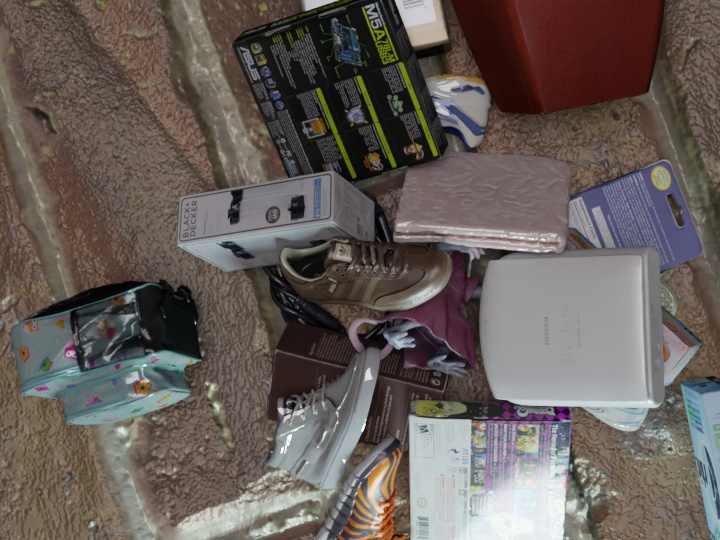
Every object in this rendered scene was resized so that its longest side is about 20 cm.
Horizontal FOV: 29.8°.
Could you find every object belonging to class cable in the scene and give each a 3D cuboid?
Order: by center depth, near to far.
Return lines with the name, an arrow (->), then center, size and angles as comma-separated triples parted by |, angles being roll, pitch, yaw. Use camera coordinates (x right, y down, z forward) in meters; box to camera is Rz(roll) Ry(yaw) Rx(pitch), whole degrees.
cable -> -0.026, 0.014, 1.587 | 0.162, 0.051, 0.202 | -20, 88, 5

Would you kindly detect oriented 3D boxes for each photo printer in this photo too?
photo printer -> 0.220, 0.061, 1.439 | 0.198, 0.069, 0.168 | -1, 91, 31

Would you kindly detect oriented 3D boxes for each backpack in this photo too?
backpack -> -0.295, 0.098, 1.551 | 0.198, 0.176, 0.155 | -7, 85, 9

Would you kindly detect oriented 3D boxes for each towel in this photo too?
towel -> 0.139, -0.078, 1.508 | 0.189, 0.200, 0.033 | 4, 120, 8

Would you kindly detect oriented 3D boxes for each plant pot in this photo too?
plant pot -> 0.220, -0.270, 1.487 | 0.198, 0.200, 0.178 | -11, 100, -11

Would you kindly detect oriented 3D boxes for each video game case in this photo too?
video game case -> 0.144, 0.237, 1.526 | 0.179, 0.036, 0.202 | 1, 121, 6

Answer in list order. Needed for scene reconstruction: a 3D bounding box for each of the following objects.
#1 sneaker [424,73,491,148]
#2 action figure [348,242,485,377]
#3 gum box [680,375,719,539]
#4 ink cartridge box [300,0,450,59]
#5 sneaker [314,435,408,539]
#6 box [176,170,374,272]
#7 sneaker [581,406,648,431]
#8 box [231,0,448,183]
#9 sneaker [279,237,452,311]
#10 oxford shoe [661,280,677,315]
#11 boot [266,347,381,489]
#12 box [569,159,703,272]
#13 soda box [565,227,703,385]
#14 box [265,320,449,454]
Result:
sneaker -> 0.051, -0.184, 1.570 | 0.198, 0.075, 0.089 | 4, 90, 6
action figure -> 0.090, 0.027, 1.542 | 0.148, 0.134, 0.201 | -8, 47, 26
gum box -> 0.400, 0.223, 1.483 | 0.044, 0.170, 0.202 | -11, 89, 6
ink cartridge box -> 0.008, -0.340, 1.576 | 0.163, 0.075, 0.202 | -13, 89, 4
sneaker -> 0.029, 0.282, 1.533 | 0.112, 0.077, 0.201 | 37, 129, 16
box -> -0.095, -0.053, 1.529 | 0.198, 0.116, 0.061 | -9, 71, 25
sneaker -> 0.232, 0.113, 1.514 | 0.199, 0.072, 0.073 | 21, 98, 24
box -> -0.022, -0.199, 1.529 | 0.192, 0.048, 0.201 | -15, 113, 22
sneaker -> 0.000, 0.000, 1.465 | 0.198, 0.076, 0.071 | -7, 60, 31
oxford shoe -> 0.284, 0.083, 1.555 | 0.200, 0.058, 0.075 | -42, 83, 18
boot -> -0.046, 0.157, 1.491 | 0.095, 0.074, 0.201 | 17, 122, -5
box -> 0.283, -0.037, 1.566 | 0.198, 0.032, 0.122 | -22, 87, 7
soda box -> 0.277, 0.039, 1.487 | 0.200, 0.068, 0.064 | 45, 111, 21
box -> -0.003, 0.137, 1.555 | 0.198, 0.075, 0.101 | 13, 121, 4
